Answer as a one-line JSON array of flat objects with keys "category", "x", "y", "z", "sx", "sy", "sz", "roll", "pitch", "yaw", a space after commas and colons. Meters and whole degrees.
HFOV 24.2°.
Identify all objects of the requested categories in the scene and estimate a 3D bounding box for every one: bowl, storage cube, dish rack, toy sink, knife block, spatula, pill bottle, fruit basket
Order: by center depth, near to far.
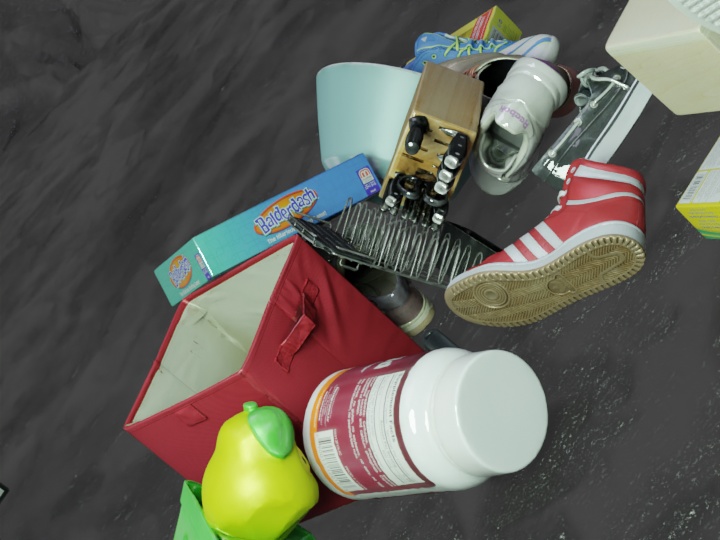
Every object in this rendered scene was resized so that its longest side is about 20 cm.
[{"category": "pill bottle", "x": 0.052, "y": 0.124, "z": 1.368, "sx": 0.200, "sy": 0.114, "sz": 0.115, "roll": -16, "pitch": 39, "yaw": 52}, {"category": "fruit basket", "x": -0.076, "y": 0.217, "z": 1.392, "sx": 0.216, "sy": 0.155, "sz": 0.216, "roll": -48, "pitch": 27, "yaw": 35}, {"category": "toy sink", "x": 0.330, "y": -0.247, "z": 1.464, "sx": 0.130, "sy": 0.112, "sz": 0.201, "roll": -1, "pitch": 56, "yaw": 60}, {"category": "spatula", "x": 0.094, "y": 0.086, "z": 1.472, "sx": 0.057, "sy": 0.021, "sz": 0.200, "roll": -47, "pitch": 22, "yaw": -2}, {"category": "storage cube", "x": -0.074, "y": 0.110, "z": 1.534, "sx": 0.199, "sy": 0.180, "sz": 0.171, "roll": -27, "pitch": 31, "yaw": 40}, {"category": "knife block", "x": 0.073, "y": -0.127, "z": 1.536, "sx": 0.176, "sy": 0.064, "sz": 0.201, "roll": 118, "pitch": 172, "yaw": -70}, {"category": "dish rack", "x": 0.035, "y": -0.025, "z": 1.544, "sx": 0.055, "sy": 0.199, "sz": 0.153, "roll": -71, "pitch": 22, "yaw": 7}, {"category": "bowl", "x": 0.039, "y": -0.128, "z": 1.732, "sx": 0.200, "sy": 0.200, "sz": 0.106, "roll": -5, "pitch": 67, "yaw": 58}]

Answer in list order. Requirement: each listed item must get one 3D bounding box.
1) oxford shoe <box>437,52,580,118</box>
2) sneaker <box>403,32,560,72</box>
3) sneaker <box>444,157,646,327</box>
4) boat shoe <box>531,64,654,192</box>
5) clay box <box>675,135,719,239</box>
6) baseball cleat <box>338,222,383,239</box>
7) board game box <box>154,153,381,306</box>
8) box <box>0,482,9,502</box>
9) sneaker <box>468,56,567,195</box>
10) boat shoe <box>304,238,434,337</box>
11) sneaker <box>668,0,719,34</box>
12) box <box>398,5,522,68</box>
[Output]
[{"category": "oxford shoe", "x": 0.128, "y": -0.197, "z": 1.716, "sx": 0.199, "sy": 0.074, "sz": 0.071, "roll": 3, "pitch": 82, "yaw": 43}, {"category": "sneaker", "x": 0.116, "y": -0.219, "z": 1.806, "sx": 0.200, "sy": 0.105, "sz": 0.076, "roll": -28, "pitch": 30, "yaw": 40}, {"category": "sneaker", "x": 0.165, "y": -0.026, "z": 1.458, "sx": 0.199, "sy": 0.071, "sz": 0.113, "roll": -21, "pitch": 38, "yaw": 35}, {"category": "boat shoe", "x": 0.226, "y": -0.156, "z": 1.539, "sx": 0.200, "sy": 0.068, "sz": 0.074, "roll": -57, "pitch": -6, "yaw": -8}, {"category": "clay box", "x": 0.340, "y": -0.080, "z": 1.261, "sx": 0.115, "sy": 0.048, "sz": 0.200, "roll": -55, "pitch": 25, "yaw": -16}, {"category": "baseball cleat", "x": -0.050, "y": 0.034, "z": 1.772, "sx": 0.200, "sy": 0.070, "sz": 0.106, "roll": -48, "pitch": 15, "yaw": -24}, {"category": "board game box", "x": -0.093, "y": -0.039, "z": 1.656, "sx": 0.199, "sy": 0.045, "sz": 0.152, "roll": -29, "pitch": 0, "yaw": -25}, {"category": "box", "x": -0.577, "y": 0.304, "z": 2.199, "sx": 0.200, "sy": 0.124, "sz": 0.149, "roll": -2, "pitch": 50, "yaw": 58}, {"category": "sneaker", "x": 0.129, "y": -0.120, "z": 1.582, "sx": 0.100, "sy": 0.075, "sz": 0.200, "roll": -55, "pitch": -9, "yaw": -26}, {"category": "boat shoe", "x": 0.000, "y": 0.000, "z": 1.661, "sx": 0.072, "sy": 0.065, "sz": 0.200, "roll": -37, "pitch": 38, "yaw": -10}, {"category": "sneaker", "x": 0.331, "y": -0.227, "z": 1.349, "sx": 0.080, "sy": 0.199, "sz": 0.079, "roll": -75, "pitch": 6, "yaw": -53}, {"category": "box", "x": 0.093, "y": -0.222, "z": 1.925, "sx": 0.199, "sy": 0.050, "sz": 0.076, "roll": -27, "pitch": 30, "yaw": 41}]
